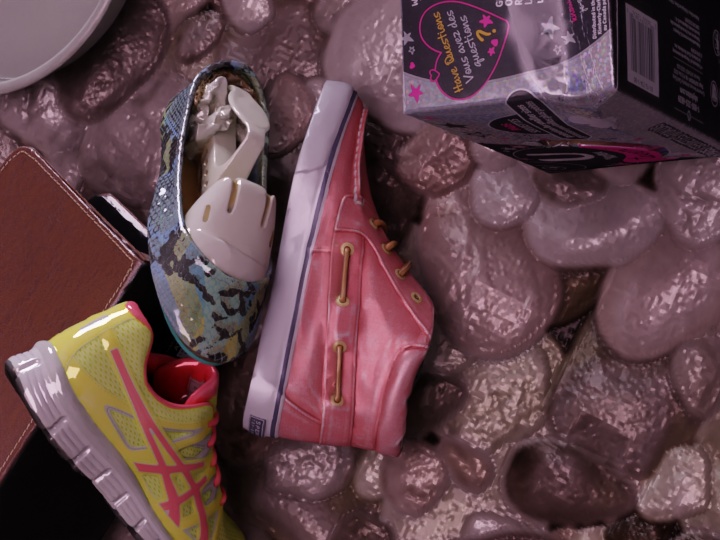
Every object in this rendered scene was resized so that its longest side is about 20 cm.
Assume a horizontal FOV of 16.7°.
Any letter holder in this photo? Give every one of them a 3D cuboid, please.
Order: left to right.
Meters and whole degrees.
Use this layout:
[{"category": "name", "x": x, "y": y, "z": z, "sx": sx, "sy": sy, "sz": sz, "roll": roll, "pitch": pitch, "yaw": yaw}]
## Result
[{"category": "letter holder", "x": -0.181, "y": 0.051, "z": 1.383, "sx": 0.142, "sy": 0.100, "sz": 0.201, "roll": 41, "pitch": 102, "yaw": 37}]

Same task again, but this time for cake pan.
[{"category": "cake pan", "x": -0.208, "y": -0.200, "z": 1.451, "sx": 0.199, "sy": 0.037, "sz": 0.202, "roll": -3, "pitch": 83, "yaw": 28}]

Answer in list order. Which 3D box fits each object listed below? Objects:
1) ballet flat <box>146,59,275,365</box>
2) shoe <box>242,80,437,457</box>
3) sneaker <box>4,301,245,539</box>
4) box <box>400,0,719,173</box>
[{"category": "ballet flat", "x": -0.075, "y": -0.040, "z": 1.316, "sx": 0.074, "sy": 0.074, "sz": 0.201, "roll": -28, "pitch": 43, "yaw": 19}, {"category": "shoe", "x": 0.000, "y": 0.000, "z": 1.329, "sx": 0.090, "sy": 0.072, "sz": 0.202, "roll": 12, "pitch": 74, "yaw": 0}, {"category": "sneaker", "x": -0.102, "y": 0.093, "z": 1.303, "sx": 0.090, "sy": 0.200, "sz": 0.078, "roll": -39, "pitch": 44, "yaw": -5}, {"category": "box", "x": 0.105, "y": -0.127, "z": 1.217, "sx": 0.114, "sy": 0.200, "sz": 0.133, "roll": -4, "pitch": 82, "yaw": 25}]
